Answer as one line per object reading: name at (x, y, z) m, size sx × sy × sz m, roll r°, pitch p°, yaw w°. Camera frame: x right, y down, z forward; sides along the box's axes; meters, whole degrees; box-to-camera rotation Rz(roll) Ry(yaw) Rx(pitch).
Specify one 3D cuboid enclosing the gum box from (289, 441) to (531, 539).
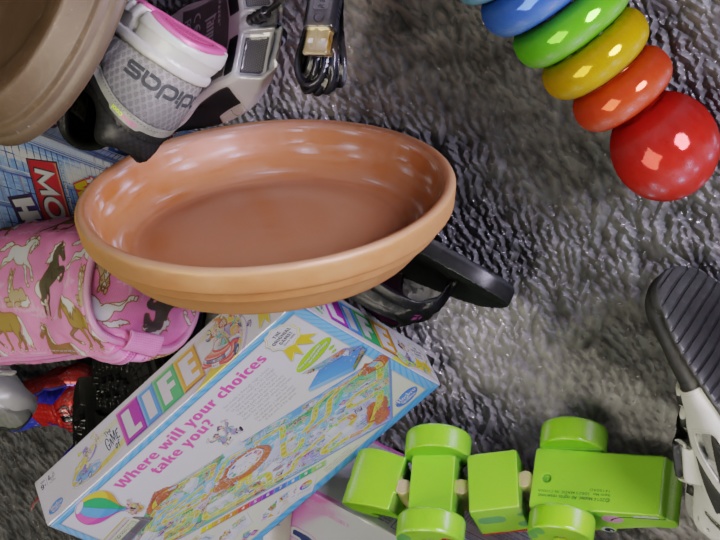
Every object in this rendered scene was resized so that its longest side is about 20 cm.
gum box at (0.054, 0.195, 1.241) m, size 0.199 × 0.066 × 0.114 m, roll 25°, pitch 131°, yaw 23°

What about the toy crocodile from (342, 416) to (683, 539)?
toy crocodile at (0.084, 0.126, 1.154) m, size 0.199 × 0.068 × 0.062 m, roll -3°, pitch 152°, yaw 17°

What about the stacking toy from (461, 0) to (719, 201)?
stacking toy at (0.102, -0.116, 0.984) m, size 0.085 × 0.085 × 0.200 m, roll -24°, pitch 107°, yaw 45°

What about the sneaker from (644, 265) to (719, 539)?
sneaker at (0.189, 0.093, 1.059) m, size 0.088 × 0.074 × 0.200 m, roll -25°, pitch 101°, yaw 43°

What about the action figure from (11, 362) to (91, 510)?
action figure at (-0.245, 0.107, 1.397) m, size 0.199 × 0.099 × 0.065 m, roll -3°, pitch 122°, yaw 36°

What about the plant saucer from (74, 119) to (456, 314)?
plant saucer at (-0.049, -0.027, 1.070) m, size 0.199 × 0.200 × 0.038 m, roll 11°, pitch 119°, yaw 32°

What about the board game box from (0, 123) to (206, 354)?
board game box at (-0.165, -0.029, 1.262) m, size 0.199 × 0.062 × 0.201 m, roll 8°, pitch 124°, yaw 35°

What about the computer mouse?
computer mouse at (-0.058, -0.126, 1.109) m, size 0.200 × 0.044 × 0.110 m, roll -21°, pitch 63°, yaw 53°

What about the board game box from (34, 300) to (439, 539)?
board game box at (-0.070, 0.094, 1.172) m, size 0.200 × 0.134 × 0.034 m, roll -41°, pitch 47°, yaw 17°

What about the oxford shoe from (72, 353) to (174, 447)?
oxford shoe at (-0.125, 0.079, 1.257) m, size 0.200 × 0.084 × 0.073 m, roll 142°, pitch 126°, yaw -71°

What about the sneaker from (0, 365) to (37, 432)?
sneaker at (-0.277, 0.027, 1.352) m, size 0.200 × 0.087 × 0.075 m, roll 41°, pitch 164°, yaw 22°

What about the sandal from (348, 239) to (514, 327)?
sandal at (0.000, 0.000, 1.143) m, size 0.200 × 0.048 × 0.075 m, roll 16°, pitch 168°, yaw 37°

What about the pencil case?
pencil case at (-0.176, 0.015, 1.182) m, size 0.200 × 0.083 × 0.087 m, roll -8°, pitch 109°, yaw 48°

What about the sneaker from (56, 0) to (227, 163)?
sneaker at (-0.150, -0.114, 1.129) m, size 0.074 × 0.088 × 0.200 m, roll 29°, pitch -178°, yaw -38°

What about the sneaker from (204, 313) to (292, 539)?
sneaker at (-0.049, 0.101, 1.254) m, size 0.072 × 0.072 × 0.201 m, roll 18°, pitch 130°, yaw 36°

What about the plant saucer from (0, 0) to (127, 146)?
plant saucer at (-0.177, -0.167, 1.105) m, size 0.200 × 0.029 × 0.201 m, roll -25°, pitch 58°, yaw 48°
